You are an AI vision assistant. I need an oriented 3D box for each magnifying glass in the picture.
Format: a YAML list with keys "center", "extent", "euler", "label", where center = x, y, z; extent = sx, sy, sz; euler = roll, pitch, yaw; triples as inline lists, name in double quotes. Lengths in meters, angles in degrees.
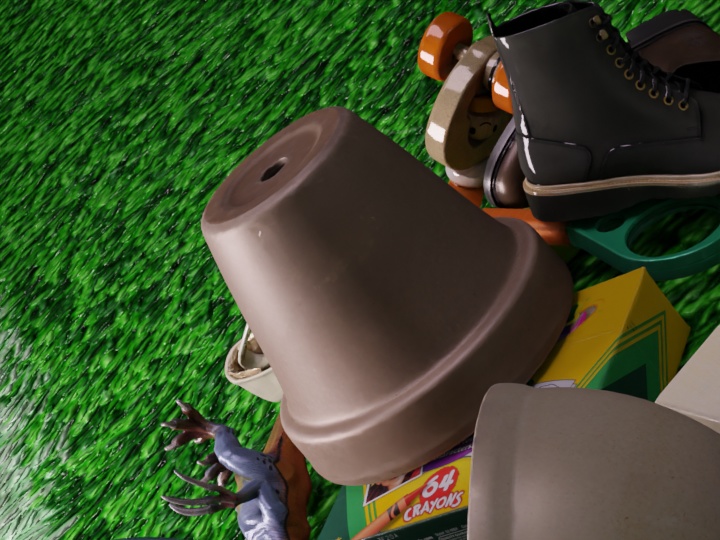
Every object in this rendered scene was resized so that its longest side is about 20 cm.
- center: [0.154, -0.025, 1.456]
  extent: [0.200, 0.022, 0.080]
  euler: [5, 41, 41]
  label: "magnifying glass"

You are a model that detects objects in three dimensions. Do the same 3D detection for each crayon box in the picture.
- center: [0.083, 0.100, 1.353]
  extent: [0.200, 0.058, 0.173]
  euler: [-22, 30, 38]
  label: "crayon box"

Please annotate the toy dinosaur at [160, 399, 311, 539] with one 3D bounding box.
- center: [-0.059, 0.147, 1.471]
  extent: [0.200, 0.105, 0.181]
  euler: [-36, 41, -18]
  label: "toy dinosaur"

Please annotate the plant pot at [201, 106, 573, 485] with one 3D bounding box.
- center: [0.000, 0.000, 1.372]
  extent: [0.200, 0.175, 0.200]
  euler: [-35, 19, 14]
  label: "plant pot"

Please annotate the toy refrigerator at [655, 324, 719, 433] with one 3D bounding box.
- center: [0.240, 0.080, 1.121]
  extent: [0.070, 0.076, 0.200]
  euler: [-48, 23, -14]
  label: "toy refrigerator"

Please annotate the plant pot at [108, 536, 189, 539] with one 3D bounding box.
- center: [-0.088, 0.235, 1.262]
  extent: [0.200, 0.200, 0.135]
  euler: [-27, -7, 31]
  label: "plant pot"

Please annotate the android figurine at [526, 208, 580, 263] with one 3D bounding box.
- center: [0.064, 0.027, 1.540]
  extent: [0.200, 0.041, 0.182]
  euler: [-42, 23, -6]
  label: "android figurine"

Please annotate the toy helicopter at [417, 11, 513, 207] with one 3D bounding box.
- center: [0.104, -0.110, 1.615]
  extent: [0.200, 0.079, 0.132]
  euler: [-14, -54, -59]
  label: "toy helicopter"

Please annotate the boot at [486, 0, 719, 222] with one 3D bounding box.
- center: [0.185, -0.117, 1.423]
  extent: [0.200, 0.139, 0.077]
  euler: [-15, 22, 10]
  label: "boot"

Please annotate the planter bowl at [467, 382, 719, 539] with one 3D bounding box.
- center: [0.134, 0.147, 1.056]
  extent: [0.134, 0.200, 0.200]
  euler: [-5, 34, 13]
  label: "planter bowl"

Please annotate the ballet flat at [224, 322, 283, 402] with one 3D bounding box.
- center: [-0.041, 0.041, 1.576]
  extent: [0.070, 0.069, 0.200]
  euler: [-57, 8, -33]
  label: "ballet flat"

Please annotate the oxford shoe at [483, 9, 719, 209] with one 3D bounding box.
- center: [0.171, -0.100, 1.528]
  extent: [0.200, 0.073, 0.084]
  euler: [-36, 42, -9]
  label: "oxford shoe"
